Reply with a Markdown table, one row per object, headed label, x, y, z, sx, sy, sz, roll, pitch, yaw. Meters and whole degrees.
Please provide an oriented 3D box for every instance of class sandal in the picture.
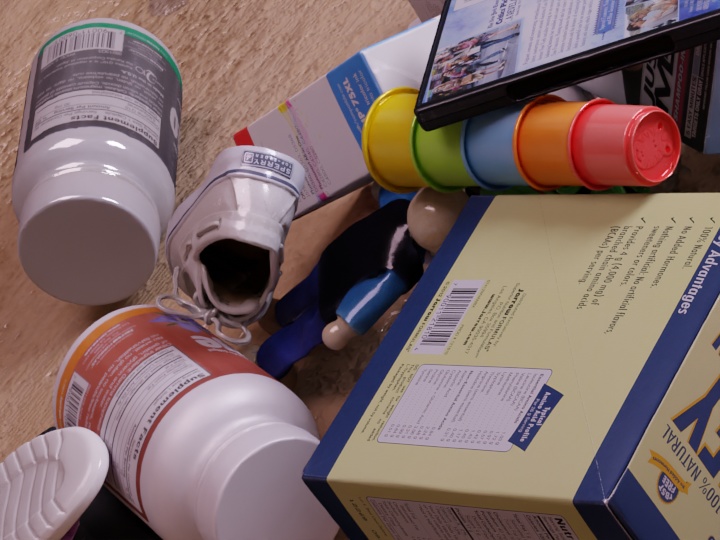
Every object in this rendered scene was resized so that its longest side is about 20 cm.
| label | x | y | z | sx | sy | sz | roll | pitch | yaw |
| --- | --- | --- | --- | --- | --- | --- | --- | --- | --- |
| sandal | -0.206 | 0.162 | 1.514 | 0.202 | 0.050 | 0.083 | -40 | 40 | 27 |

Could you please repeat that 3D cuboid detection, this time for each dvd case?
| label | x | y | z | sx | sy | sz | roll | pitch | yaw |
| --- | --- | --- | --- | --- | --- | --- | --- | --- | --- |
| dvd case | 0.129 | -0.143 | 1.370 | 0.199 | 0.018 | 0.143 | -16 | 31 | 22 |

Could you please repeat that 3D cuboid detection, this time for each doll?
| label | x | y | z | sx | sy | sz | roll | pitch | yaw |
| --- | --- | --- | --- | --- | --- | --- | --- | --- | --- |
| doll | 0.000 | 0.000 | 1.512 | 0.200 | 0.048 | 0.137 | -38 | 25 | 48 |

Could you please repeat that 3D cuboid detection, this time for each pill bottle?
| label | x | y | z | sx | sy | sz | roll | pitch | yaw |
| --- | --- | --- | --- | --- | --- | --- | --- | --- | --- |
| pill bottle | -0.182 | -0.075 | 1.783 | 0.113 | 0.113 | 0.201 | -25 | 36 | 19 |
| pill bottle | -0.091 | 0.101 | 1.488 | 0.112 | 0.112 | 0.200 | -44 | 34 | -10 |

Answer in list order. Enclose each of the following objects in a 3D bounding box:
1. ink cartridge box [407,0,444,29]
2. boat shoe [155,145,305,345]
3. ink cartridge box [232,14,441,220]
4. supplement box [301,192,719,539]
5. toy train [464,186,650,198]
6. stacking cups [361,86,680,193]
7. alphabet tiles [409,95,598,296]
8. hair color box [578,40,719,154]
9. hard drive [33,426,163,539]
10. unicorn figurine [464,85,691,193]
| label | x | y | z | sx | sy | sz | roll | pitch | yaw |
| --- | --- | --- | --- | --- | --- | --- | --- | --- | --- |
| ink cartridge box | 0.103 | -0.196 | 1.695 | 0.116 | 0.068 | 0.200 | -43 | 32 | -12 |
| boat shoe | -0.078 | 0.003 | 1.526 | 0.202 | 0.074 | 0.087 | 131 | 153 | -65 |
| ink cartridge box | 0.004 | -0.091 | 1.579 | 0.116 | 0.068 | 0.200 | -27 | 0 | -36 |
| supplement box | 0.118 | 0.076 | 1.299 | 0.199 | 0.134 | 0.201 | 1 | 49 | 44 |
| toy train | 0.130 | -0.031 | 1.424 | 0.199 | 0.057 | 0.042 | 31 | 25 | 26 |
| stacking cups | 0.082 | -0.065 | 1.359 | 0.199 | 0.061 | 0.061 | 8 | 54 | 53 |
| alphabet tiles | 0.107 | -0.041 | 1.566 | 0.166 | 0.008 | 0.201 | -19 | 38 | 27 |
| hair color box | 0.176 | -0.140 | 1.462 | 0.060 | 0.100 | 0.200 | -2 | 19 | -22 |
| hard drive | -0.194 | 0.184 | 1.557 | 0.140 | 0.033 | 0.200 | -44 | 34 | -8 |
| unicorn figurine | 0.118 | -0.064 | 1.511 | 0.137 | 0.074 | 0.201 | -33 | 36 | 15 |
